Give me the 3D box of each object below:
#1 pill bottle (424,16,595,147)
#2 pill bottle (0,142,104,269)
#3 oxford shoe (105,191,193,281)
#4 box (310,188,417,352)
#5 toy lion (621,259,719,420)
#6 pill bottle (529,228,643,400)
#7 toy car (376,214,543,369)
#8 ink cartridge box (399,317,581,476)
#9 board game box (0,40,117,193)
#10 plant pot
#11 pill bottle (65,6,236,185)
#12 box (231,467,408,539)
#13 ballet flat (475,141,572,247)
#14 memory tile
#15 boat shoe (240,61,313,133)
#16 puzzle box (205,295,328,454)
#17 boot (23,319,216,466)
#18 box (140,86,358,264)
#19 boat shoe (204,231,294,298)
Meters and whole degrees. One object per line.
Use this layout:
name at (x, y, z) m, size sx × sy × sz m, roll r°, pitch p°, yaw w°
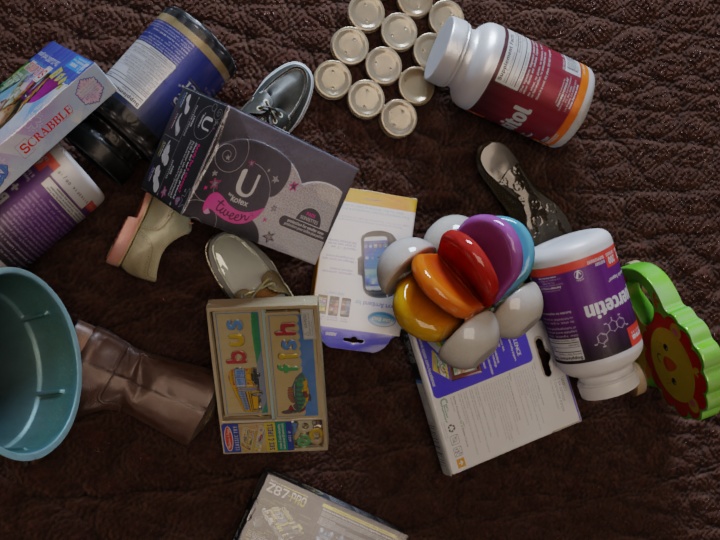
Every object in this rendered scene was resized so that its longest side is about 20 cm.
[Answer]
pill bottle at (0.187, -0.244, 1.197) m, size 0.198 × 0.113 × 0.114 m, roll 21°, pitch 84°, yaw -12°
pill bottle at (-0.403, -0.060, 1.075) m, size 0.200 × 0.111 × 0.112 m, roll -43°, pitch 96°, yaw -10°
oxford shoe at (-0.230, -0.082, 1.138) m, size 0.073 × 0.071 × 0.201 m, roll 30°, pitch 92°, yaw -13°
box at (0.000, 0.000, 1.193) m, size 0.118 × 0.041 × 0.202 m, roll 9°, pitch 89°, yaw -11°
toy lion at (0.386, 0.087, 1.188) m, size 0.068 × 0.192 × 0.202 m, roll -17°, pitch 91°, yaw -11°
pill bottle at (0.287, 0.055, 1.183) m, size 0.112 × 0.112 × 0.202 m, roll -20°, pitch 96°, yaw -11°
toy car at (0.131, 0.001, 1.116) m, size 0.199 × 0.150 × 0.175 m, roll -26°, pitch 65°, yaw -38°
ink cartridge box at (0.170, 0.136, 1.215) m, size 0.198 × 0.043 × 0.200 m, roll -17°, pitch 92°, yaw -18°
board game box at (-0.382, -0.166, 1.043) m, size 0.200 × 0.200 × 0.041 m, roll -45°, pitch 124°, yaw -10°
plant pot at (-0.439, 0.111, 1.006) m, size 0.194 × 0.200 × 0.202 m, roll -10°, pitch 90°, yaw 19°
pill bottle at (-0.250, -0.203, 1.112) m, size 0.112 × 0.112 × 0.200 m, roll 40°, pitch 82°, yaw -7°
box at (-0.062, 0.359, 1.161) m, size 0.199 × 0.049 × 0.162 m, roll 25°, pitch 85°, yaw -9°
ballet flat at (0.216, -0.085, 1.240) m, size 0.067 × 0.046 × 0.200 m, roll -40°, pitch 100°, yaw -7°
memory tile at (0.039, -0.287, 1.222) m, size 0.152 × 0.017 × 0.201 m, roll 27°, pitch 82°, yaw -9°
boat shoe at (-0.124, -0.178, 1.164) m, size 0.068 × 0.057 × 0.201 m, roll 38°, pitch 82°, yaw -7°
puzzle box at (-0.109, 0.126, 1.117) m, size 0.132 × 0.025 × 0.202 m, roll -3°, pitch 113°, yaw 3°
boot at (-0.279, 0.177, 1.122) m, size 0.199 × 0.064 × 0.188 m, roll 25°, pitch 85°, yaw -14°
box at (-0.125, -0.104, 1.081) m, size 0.199 × 0.114 × 0.133 m, roll 21°, pitch 95°, yaw -40°
boat shoe at (-0.116, 0.034, 1.152) m, size 0.075 × 0.068 × 0.201 m, roll -39°, pitch 95°, yaw -10°
